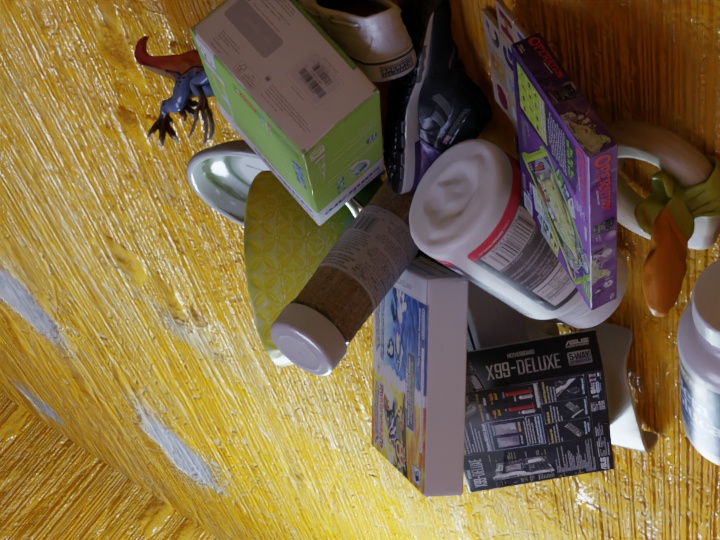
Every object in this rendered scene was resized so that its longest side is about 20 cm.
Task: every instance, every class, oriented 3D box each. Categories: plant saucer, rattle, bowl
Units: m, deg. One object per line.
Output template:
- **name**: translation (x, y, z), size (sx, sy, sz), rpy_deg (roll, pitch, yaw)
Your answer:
- **plant saucer**: translation (-0.090, -0.097, 1.665), size (0.198, 0.051, 0.201), rpy_deg (14, 157, 6)
- **rattle**: translation (0.188, -0.053, 1.238), size (0.199, 0.144, 0.130), rpy_deg (26, 169, 18)
- **bowl**: translation (-0.038, -0.006, 1.541), size (0.106, 0.202, 0.201), rpy_deg (-5, 143, 13)

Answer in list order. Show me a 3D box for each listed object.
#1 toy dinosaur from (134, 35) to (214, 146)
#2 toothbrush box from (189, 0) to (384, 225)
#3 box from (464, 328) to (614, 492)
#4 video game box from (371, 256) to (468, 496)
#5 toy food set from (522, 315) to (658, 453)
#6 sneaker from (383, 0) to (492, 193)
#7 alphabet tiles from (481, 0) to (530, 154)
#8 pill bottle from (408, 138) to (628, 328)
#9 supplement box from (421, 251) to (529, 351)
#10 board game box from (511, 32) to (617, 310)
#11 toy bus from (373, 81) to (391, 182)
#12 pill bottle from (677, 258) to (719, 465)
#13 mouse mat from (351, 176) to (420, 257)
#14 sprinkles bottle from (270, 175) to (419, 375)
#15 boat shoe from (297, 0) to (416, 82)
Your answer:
- **toy dinosaur**: translation (-0.166, -0.201, 1.590), size (0.200, 0.105, 0.181), rpy_deg (50, 139, 4)
- **toothbrush box**: translation (-0.057, -0.142, 1.296), size (0.146, 0.086, 0.200), rpy_deg (48, 171, 13)
- **box**: translation (0.169, 0.145, 1.520), size (0.156, 0.050, 0.201), rpy_deg (-10, 143, 7)
- **video game box**: translation (0.053, 0.091, 1.441), size (0.046, 0.203, 0.182), rpy_deg (-1, -172, -13)
- **toy food set**: translation (0.234, 0.114, 1.604), size (0.142, 0.061, 0.201), rpy_deg (12, 148, 29)
- **sneaker**: translation (0.073, -0.160, 1.322), size (0.076, 0.087, 0.201), rpy_deg (-109, 18, -44)
- **alphabet tiles**: translation (0.146, -0.116, 1.210), size (0.167, 0.006, 0.201), rpy_deg (74, 170, -48)
- **pill bottle**: translation (0.146, -0.024, 1.344), size (0.199, 0.112, 0.110), rpy_deg (31, 166, -36)
- **supplement box**: translation (0.082, 0.016, 1.561), size (0.199, 0.061, 0.110), rpy_deg (28, 143, 52)
- **board game box**: translation (0.156, -0.071, 1.151), size (0.201, 0.032, 0.121), rpy_deg (77, 172, -56)
- **toy bus**: translation (0.065, -0.099, 1.437), size (0.200, 0.065, 0.078), rpy_deg (45, 155, -14)
- **pill bottle**: translation (0.326, 0.077, 1.295), size (0.110, 0.111, 0.201), rpy_deg (26, 155, 29)
- **mouse mat**: translation (-0.010, -0.100, 1.502), size (0.200, 0.008, 0.161), rpy_deg (44, -164, -8)
- **sprinkles bottle**: translation (0.000, 0.000, 1.373), size (0.068, 0.201, 0.068), rpy_deg (29, 153, 17)
- **boat shoe**: translation (-0.022, -0.232, 1.280), size (0.202, 0.074, 0.087), rpy_deg (49, 157, 53)
